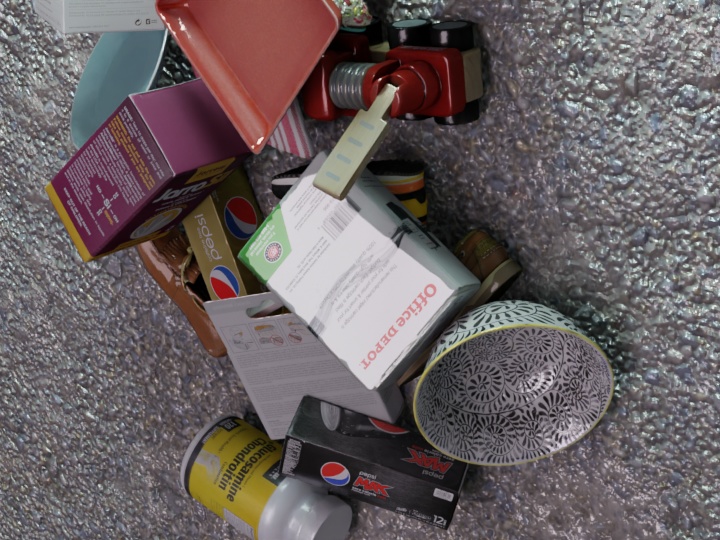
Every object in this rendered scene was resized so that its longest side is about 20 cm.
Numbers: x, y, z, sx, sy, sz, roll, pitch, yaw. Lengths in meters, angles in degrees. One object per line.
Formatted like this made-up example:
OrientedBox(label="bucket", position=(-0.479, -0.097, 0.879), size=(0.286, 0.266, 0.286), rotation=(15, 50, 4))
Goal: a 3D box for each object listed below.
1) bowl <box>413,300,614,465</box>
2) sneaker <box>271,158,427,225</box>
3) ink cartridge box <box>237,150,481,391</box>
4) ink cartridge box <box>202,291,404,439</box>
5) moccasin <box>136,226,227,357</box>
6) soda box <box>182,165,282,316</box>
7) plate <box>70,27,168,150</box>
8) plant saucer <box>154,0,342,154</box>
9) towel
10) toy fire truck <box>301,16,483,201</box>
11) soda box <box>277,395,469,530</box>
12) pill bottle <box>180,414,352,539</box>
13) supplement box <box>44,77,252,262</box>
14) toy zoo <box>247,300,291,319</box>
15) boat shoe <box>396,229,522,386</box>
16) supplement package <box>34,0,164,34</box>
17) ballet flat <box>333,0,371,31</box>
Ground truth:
OrientedBox(label="bowl", position=(0.146, 0.094, 1.552), size=(0.095, 0.199, 0.202), rotation=(-97, 26, -47))
OrientedBox(label="sneaker", position=(-0.015, -0.067, 1.657), size=(0.199, 0.070, 0.091), rotation=(1, 106, 38))
OrientedBox(label="ink cartridge box", position=(0.000, 0.000, 1.558), size=(0.200, 0.083, 0.147), rotation=(46, 108, 14))
OrientedBox(label="ink cartridge box", position=(-0.061, 0.093, 1.717), size=(0.161, 0.057, 0.201), rotation=(-9, 118, 26))
OrientedBox(label="moccasin", position=(-0.198, 0.006, 1.847), size=(0.078, 0.073, 0.202), rotation=(-37, 82, 37))
OrientedBox(label="soda box", position=(-0.145, -0.022, 1.792), size=(0.064, 0.068, 0.202), rotation=(-13, 100, 43))
OrientedBox(label="plate", position=(-0.267, -0.222, 1.772), size=(0.200, 0.025, 0.202), rotation=(-32, 46, 39))
OrientedBox(label="plant saucer", position=(-0.104, -0.250, 1.510), size=(0.201, 0.037, 0.200), rotation=(55, 138, 16))
OrientedBox(label="towel", position=(-0.122, -0.207, 1.661), size=(0.199, 0.030, 0.147), rotation=(25, 141, 49))
OrientedBox(label="toy fire truck", position=(0.002, -0.161, 1.512), size=(0.175, 0.199, 0.130), rotation=(10, 115, 37))
OrientedBox(label="soda box", position=(0.016, 0.209, 1.703), size=(0.198, 0.071, 0.064), rotation=(18, 129, 6))
OrientedBox(label="pill bottle", position=(-0.110, 0.264, 1.857), size=(0.199, 0.112, 0.113), rotation=(29, 125, 28))
OrientedBox(label="supplement box", position=(-0.229, -0.110, 1.694), size=(0.200, 0.130, 0.104), rotation=(-38, 79, 43))
OrientedBox(label="toy zoo", position=(-0.037, 0.058, 1.707), size=(0.131, 0.021, 0.199), rotation=(37, 136, -26))
OrientedBox(label="boat shoe", position=(0.087, 0.038, 1.622), size=(0.068, 0.072, 0.200), rotation=(48, 121, 12))
OrientedBox(label="supplement package", position=(-0.284, -0.369, 1.688), size=(0.121, 0.119, 0.202), rotation=(37, 128, 57))
OrientedBox(label="ballet flat", position=(-0.072, -0.290, 1.541), size=(0.199, 0.075, 0.064), rotation=(23, 115, 29))
